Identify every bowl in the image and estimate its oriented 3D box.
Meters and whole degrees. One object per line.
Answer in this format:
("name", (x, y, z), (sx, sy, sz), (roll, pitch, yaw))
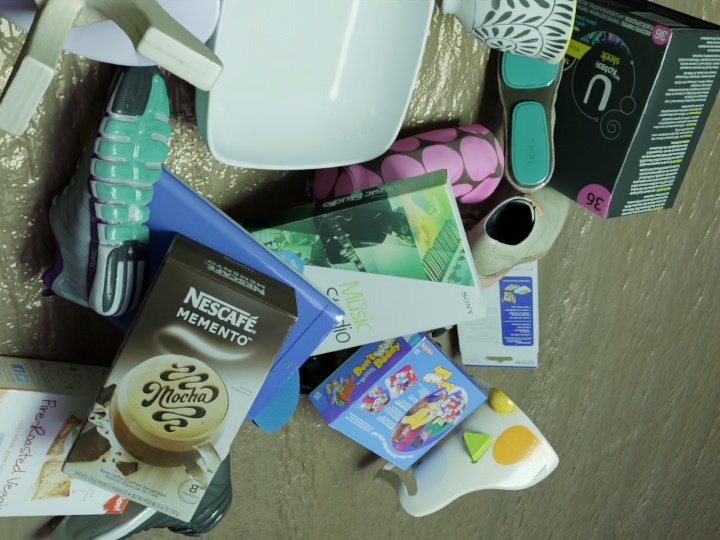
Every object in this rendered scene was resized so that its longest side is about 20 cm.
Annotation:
("bowl", (0.108, -0.269, 0.704), (0.094, 0.201, 0.201), (-8, 130, 0))
("bowl", (-0.045, -0.187, 0.689), (0.200, 0.075, 0.200), (-7, 122, -36))

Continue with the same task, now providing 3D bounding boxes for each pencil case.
("pencil case", (0.048, -0.086, 0.829), (0.200, 0.091, 0.094), (-17, 134, -32))

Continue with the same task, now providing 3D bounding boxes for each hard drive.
("hard drive", (-0.131, 0.024, 0.723), (0.200, 0.025, 0.132), (39, 98, -16))

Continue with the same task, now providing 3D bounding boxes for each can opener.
("can opener", (0.014, 0.100, 0.958), (0.200, 0.079, 0.063), (-4, 77, -33))

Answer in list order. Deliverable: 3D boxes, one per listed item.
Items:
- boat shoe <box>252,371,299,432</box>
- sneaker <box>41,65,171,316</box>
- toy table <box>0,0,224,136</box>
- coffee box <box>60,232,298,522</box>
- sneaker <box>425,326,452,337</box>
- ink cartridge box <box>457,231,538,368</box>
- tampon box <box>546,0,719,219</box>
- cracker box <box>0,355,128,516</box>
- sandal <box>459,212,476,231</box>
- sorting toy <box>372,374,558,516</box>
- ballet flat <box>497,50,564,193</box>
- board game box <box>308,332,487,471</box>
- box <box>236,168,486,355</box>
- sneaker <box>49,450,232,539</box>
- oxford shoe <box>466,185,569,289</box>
("boat shoe", (-0.114, 0.074, 0.828), (0.084, 0.069, 0.200), (-38, 133, -31))
("sneaker", (-0.207, -0.068, 0.650), (0.074, 0.087, 0.200), (8, 92, -70))
("toy table", (-0.176, -0.182, 0.512), (0.200, 0.117, 0.184), (14, 118, -24))
("coffee box", (-0.145, 0.086, 0.684), (0.113, 0.080, 0.200), (26, 102, -12))
("sneaker", (0.037, 0.035, 0.915), (0.200, 0.074, 0.087), (9, 125, -35))
("ink cartridge box", (0.164, 0.038, 1.009), (0.099, 0.039, 0.200), (0, 131, 12))
("tampon box", (0.276, -0.180, 0.900), (0.126, 0.150, 0.200), (-9, 124, -36))
("cracker box", (-0.282, 0.150, 0.747), (0.200, 0.058, 0.134), (13, 111, -45))
("sandal", (0.051, -0.020, 0.856), (0.200, 0.080, 0.054), (-22, 99, -52))
("sorting toy", (0.106, 0.223, 1.042), (0.180, 0.200, 0.107), (-37, 111, -14))
("ballet flat", (0.172, -0.180, 0.870), (0.067, 0.068, 0.200), (-11, 107, -84))
("board game box", (0.048, 0.140, 0.933), (0.134, 0.045, 0.200), (-42, 143, 2))
("box", (0.000, 0.000, 0.755), (0.200, 0.036, 0.144), (-14, 121, 12))
("sneaker", (-0.213, 0.255, 0.868), (0.200, 0.071, 0.099), (-30, 129, -25))
("oxford shoe", (0.174, -0.049, 0.883), (0.200, 0.071, 0.074), (-38, 167, -40))
